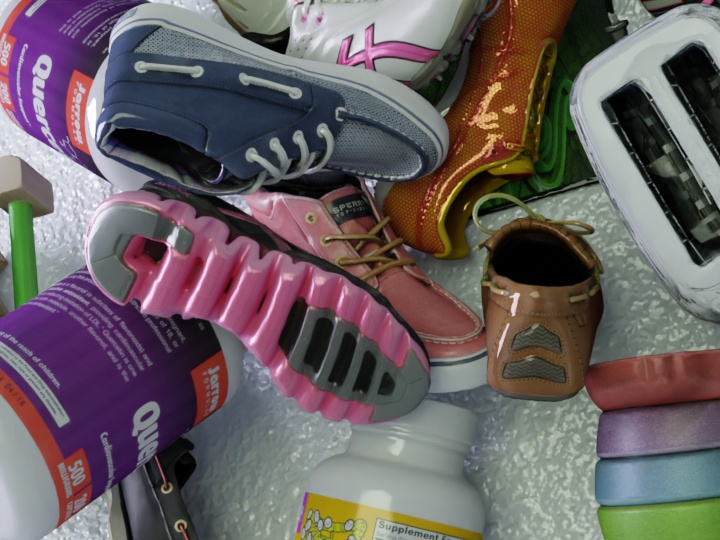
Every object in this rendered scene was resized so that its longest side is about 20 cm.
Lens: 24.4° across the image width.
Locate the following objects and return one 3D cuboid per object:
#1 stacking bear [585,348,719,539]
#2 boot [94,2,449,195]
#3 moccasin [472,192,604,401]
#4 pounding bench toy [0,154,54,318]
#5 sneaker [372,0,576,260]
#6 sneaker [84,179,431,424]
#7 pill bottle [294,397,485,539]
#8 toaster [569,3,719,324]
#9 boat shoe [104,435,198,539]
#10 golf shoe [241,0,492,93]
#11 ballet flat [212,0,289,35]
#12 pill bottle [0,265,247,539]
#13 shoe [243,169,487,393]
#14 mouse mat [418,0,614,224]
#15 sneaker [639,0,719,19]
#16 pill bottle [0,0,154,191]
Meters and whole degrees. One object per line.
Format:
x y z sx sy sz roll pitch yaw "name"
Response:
0.180 0.144 0.861 0.121 0.114 0.201 -4 84 -21 "stacking bear"
-0.047 -0.069 0.906 0.199 0.073 0.091 17 50 -14 "boot"
0.093 0.002 0.891 0.073 0.201 0.078 5 107 11 "moccasin"
-0.249 0.044 1.062 0.200 0.124 0.156 -43 62 9 "pounding bench toy"
0.086 -0.097 0.983 0.077 0.073 0.201 33 102 23 "sneaker"
-0.047 0.007 0.900 0.200 0.095 0.079 31 111 -2 "sneaker"
0.011 0.171 0.929 0.104 0.104 0.201 8 80 25 "pill bottle"
0.184 -0.061 0.874 0.113 0.129 0.201 -30 84 15 "toaster"
-0.133 0.123 1.032 0.063 0.074 0.202 -10 60 -12 "boat shoe"
-0.001 -0.138 0.971 0.200 0.092 0.073 -30 30 49 "golf shoe"
-0.080 -0.194 1.079 0.200 0.072 0.068 46 107 26 "ballet flat"
-0.146 0.057 0.949 0.112 0.113 0.200 36 53 27 "pill bottle"
0.000 0.000 0.957 0.200 0.071 0.091 21 124 45 "shoe"
0.081 -0.134 1.030 0.160 0.008 0.201 -16 72 20 "mouse mat"
0.177 -0.188 0.953 0.074 0.087 0.200 -47 68 5 "sneaker"
-0.143 -0.112 1.036 0.200 0.112 0.113 29 89 47 "pill bottle"
